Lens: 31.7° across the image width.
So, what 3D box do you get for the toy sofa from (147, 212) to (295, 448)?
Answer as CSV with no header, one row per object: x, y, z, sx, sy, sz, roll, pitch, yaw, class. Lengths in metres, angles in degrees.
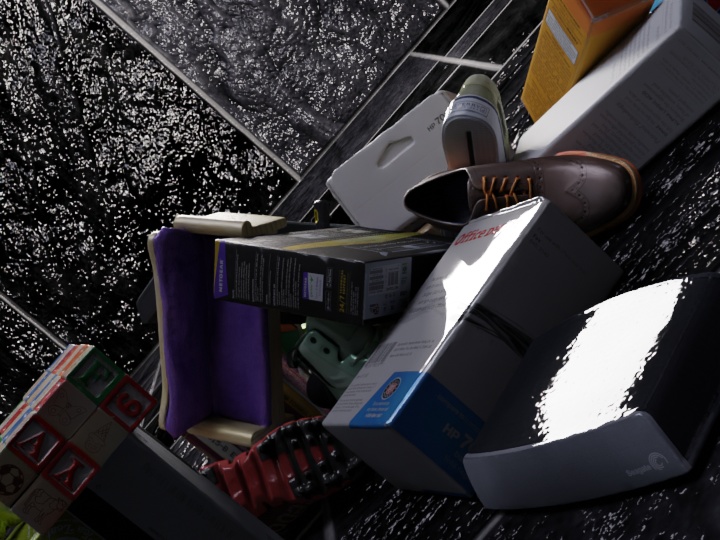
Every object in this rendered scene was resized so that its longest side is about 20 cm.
-0.120,0.051,1.116,0.082,0.201,0.097,6,14,34,toy sofa

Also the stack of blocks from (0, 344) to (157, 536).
-0.220,0.116,0.920,0.115,0.059,0.200,-50,11,-13,stack of blocks

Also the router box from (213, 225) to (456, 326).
0.000,0.000,1.066,0.157,0.053,0.199,9,10,37,router box

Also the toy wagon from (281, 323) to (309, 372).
-0.116,0.095,1.424,0.199,0.156,0.040,-11,18,-11,toy wagon

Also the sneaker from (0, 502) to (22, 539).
-0.312,0.205,0.947,0.105,0.076,0.200,-49,11,13,sneaker

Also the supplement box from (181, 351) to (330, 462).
-0.110,0.137,1.299,0.103,0.131,0.200,-50,9,3,supplement box

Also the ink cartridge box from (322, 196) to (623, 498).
0.078,0.057,0.919,0.200,0.086,0.146,-51,11,-17,ink cartridge box

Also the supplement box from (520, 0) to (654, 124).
0.196,-0.194,1.124,0.066,0.069,0.200,-23,-24,-14,supplement box

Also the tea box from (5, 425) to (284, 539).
-0.169,0.247,0.966,0.197,0.200,0.134,-52,11,-7,tea box

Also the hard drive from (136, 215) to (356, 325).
-0.104,0.005,1.261,0.140,0.199,0.033,-50,53,37,hard drive

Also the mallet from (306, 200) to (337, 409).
-0.028,0.034,1.205,0.066,0.041,0.201,-175,83,-69,mallet

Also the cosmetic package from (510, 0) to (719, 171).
0.216,-0.130,1.047,0.200,0.074,0.102,-45,11,33,cosmetic package

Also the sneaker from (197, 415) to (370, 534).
-0.068,0.183,1.098,0.200,0.071,0.098,-26,-24,14,sneaker

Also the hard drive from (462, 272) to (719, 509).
0.139,0.070,0.735,0.135,0.042,0.200,-55,12,-27,hard drive

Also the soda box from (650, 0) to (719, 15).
0.276,-0.226,1.150,0.068,0.064,0.200,-51,11,-9,soda box

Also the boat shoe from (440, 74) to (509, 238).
0.110,-0.083,1.121,0.201,0.072,0.062,84,-156,-49,boat shoe

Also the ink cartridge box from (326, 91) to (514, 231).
0.067,-0.102,1.284,0.146,0.086,0.200,-37,-4,15,ink cartridge box

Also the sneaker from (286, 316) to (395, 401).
0.013,0.064,1.074,0.200,0.118,0.074,-34,17,52,sneaker

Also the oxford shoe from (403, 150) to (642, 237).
0.124,-0.055,1.001,0.199,0.072,0.073,-5,0,40,oxford shoe

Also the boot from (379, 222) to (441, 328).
0.040,0.009,1.274,0.200,0.072,0.166,-54,14,2,boot
